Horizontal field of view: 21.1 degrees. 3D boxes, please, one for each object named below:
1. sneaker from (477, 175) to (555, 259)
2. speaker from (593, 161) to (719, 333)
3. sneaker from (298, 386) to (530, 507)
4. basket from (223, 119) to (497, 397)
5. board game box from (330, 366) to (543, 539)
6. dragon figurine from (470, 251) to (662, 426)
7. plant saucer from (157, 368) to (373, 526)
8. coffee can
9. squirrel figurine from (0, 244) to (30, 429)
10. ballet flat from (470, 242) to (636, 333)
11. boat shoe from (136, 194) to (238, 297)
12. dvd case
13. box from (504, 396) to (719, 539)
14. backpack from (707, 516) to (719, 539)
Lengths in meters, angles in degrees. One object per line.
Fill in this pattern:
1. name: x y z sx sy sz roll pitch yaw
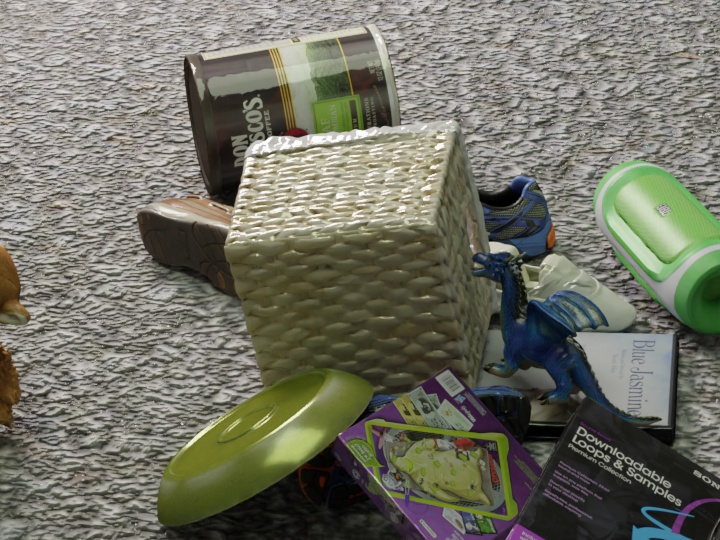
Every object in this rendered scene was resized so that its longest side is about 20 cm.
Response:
1. sneaker: 0.087 -0.046 1.839 0.199 0.079 0.075 -13 32 -13
2. speaker: 0.284 -0.024 1.754 0.088 0.089 0.200 -13 32 -13
3. sneaker: 0.041 0.126 1.561 0.199 0.076 0.078 -10 29 -11
4. basket: 0.000 0.000 1.653 0.199 0.199 0.161 -5 33 15
5. board game box: 0.085 0.174 1.446 0.120 0.032 0.200 -27 66 -35
6. dragon figurine: 0.163 0.053 1.595 0.200 0.100 0.059 30 25 32
7. plant saucer: -0.082 0.132 1.528 0.200 0.031 0.200 -31 11 7
8. coffee can: -0.071 -0.167 1.994 0.199 0.147 0.146 -11 32 -9
9. squirrel figurine: -0.362 0.055 1.630 0.186 0.200 0.142 -30 44 -3
10. ballet flat: 0.151 0.012 1.749 0.199 0.070 0.069 11 35 24
11. boat shoe: -0.128 -0.031 1.856 0.200 0.076 0.072 24 40 36
12. dvd case: 0.171 0.097 1.653 0.199 0.018 0.143 1 31 10
13. box: 0.190 0.192 1.423 0.143 0.036 0.200 31 38 4
14. backpack: 0.305 0.200 1.343 0.200 0.163 0.154 -33 55 -27
